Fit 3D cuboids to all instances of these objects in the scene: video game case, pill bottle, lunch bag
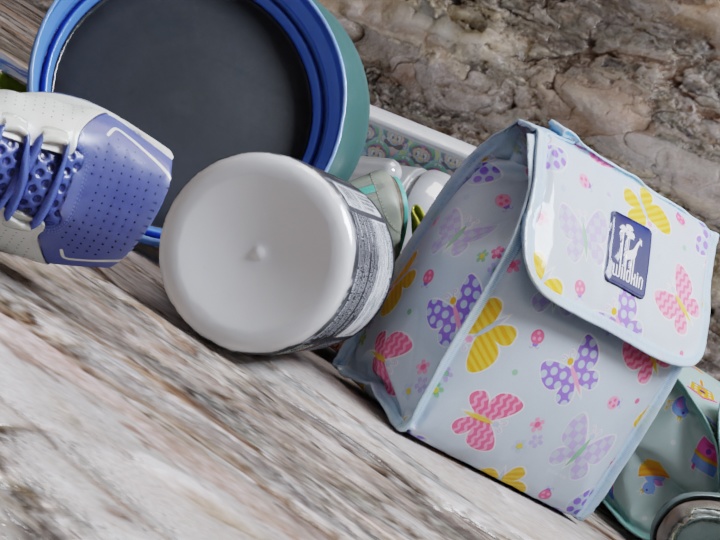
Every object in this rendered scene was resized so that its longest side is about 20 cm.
[{"bbox_3d":[0.009,-0.072,1.645,0.200,0.182,0.024,22,42,5],"label":"video game case"},{"bbox_3d":[-0.038,-0.006,0.987,0.106,0.106,0.200,32,3,8],"label":"pill bottle"},{"bbox_3d":[0.112,0.026,1.063,0.170,0.200,0.127,30,4,-33],"label":"lunch bag"},{"bbox_3d":[0.250,0.149,1.218,0.170,0.122,0.200,31,11,-33],"label":"lunch bag"}]

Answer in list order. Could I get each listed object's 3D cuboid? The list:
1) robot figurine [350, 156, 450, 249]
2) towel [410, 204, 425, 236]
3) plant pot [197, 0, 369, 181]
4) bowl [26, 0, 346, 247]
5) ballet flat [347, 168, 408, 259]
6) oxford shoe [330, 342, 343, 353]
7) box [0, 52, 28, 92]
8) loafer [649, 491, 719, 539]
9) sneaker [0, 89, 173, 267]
[{"bbox_3d":[0.019,-0.040,1.568,0.200,0.113,0.170,10,-34,24],"label":"robot figurine"},{"bbox_3d":[0.058,0.025,1.308,0.086,0.018,0.200,60,-8,20],"label":"towel"},{"bbox_3d":[-0.095,-0.110,1.228,0.200,0.201,0.161,32,8,-3],"label":"plant pot"},{"bbox_3d":[-0.109,-0.109,1.103,0.201,0.201,0.039,31,-15,-7],"label":"bowl"},{"bbox_3d":[0.000,0.000,1.295,0.200,0.064,0.067,89,-18,-53],"label":"ballet flat"},{"bbox_3d":[0.039,0.046,1.165,0.200,0.074,0.071,30,4,-24],"label":"oxford shoe"},{"bbox_3d":[-0.301,-0.155,1.236,0.200,0.048,0.122,33,5,9],"label":"box"},{"bbox_3d":[0.266,0.201,1.065,0.200,0.072,0.063,33,9,-18],"label":"loafer"},{"bbox_3d":[-0.176,-0.048,0.709,0.199,0.081,0.115,24,10,-17],"label":"sneaker"}]
